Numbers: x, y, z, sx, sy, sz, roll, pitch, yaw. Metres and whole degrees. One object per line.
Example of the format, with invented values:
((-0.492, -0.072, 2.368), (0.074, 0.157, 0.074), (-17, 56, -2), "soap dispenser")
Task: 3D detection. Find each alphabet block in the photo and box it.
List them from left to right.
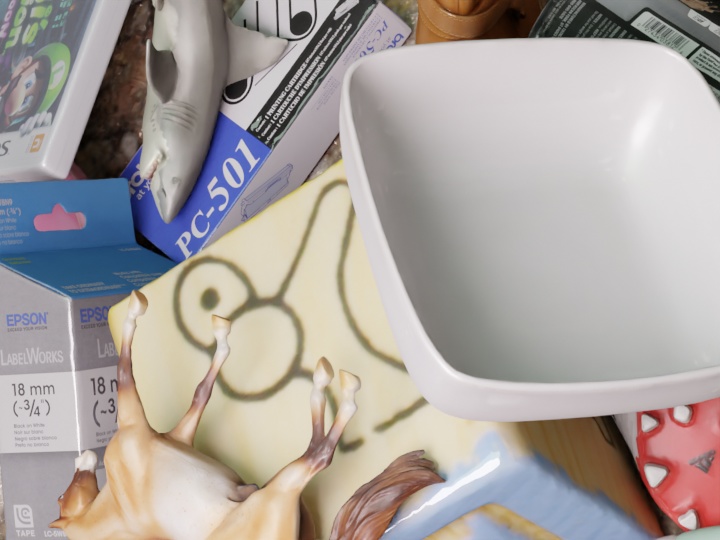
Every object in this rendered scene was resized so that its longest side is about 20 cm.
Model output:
((0.014, 0.085, 1.186), (0.195, 0.196, 0.201), (-30, 58, 16), "alphabet block")

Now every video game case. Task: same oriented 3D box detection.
((-0.204, -0.144, 1.404), (0.181, 0.023, 0.201), (-3, 64, 50), "video game case")

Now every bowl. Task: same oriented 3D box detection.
((0.091, -0.011, 1.068), (0.199, 0.075, 0.201), (-5, 54, -19), "bowl")

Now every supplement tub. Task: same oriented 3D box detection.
((0.186, -0.074, 1.191), (0.200, 0.122, 0.123), (40, 93, 35), "supplement tub")

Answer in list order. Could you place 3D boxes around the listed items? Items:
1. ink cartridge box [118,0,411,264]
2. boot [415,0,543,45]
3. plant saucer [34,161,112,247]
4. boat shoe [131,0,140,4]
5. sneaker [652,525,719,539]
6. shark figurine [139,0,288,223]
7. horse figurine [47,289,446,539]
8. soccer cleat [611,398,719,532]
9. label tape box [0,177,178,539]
((-0.064, -0.095, 1.400), (0.094, 0.044, 0.200), (37, 92, 38), "ink cartridge box")
((0.066, -0.170, 1.264), (0.073, 0.155, 0.201), (-4, 46, 4), "boot")
((-0.215, 0.019, 1.418), (0.200, 0.051, 0.202), (-8, 78, 40), "plant saucer")
((-0.122, -0.228, 1.472), (0.199, 0.072, 0.073), (-25, 60, 21), "boat shoe")
((0.211, 0.211, 1.090), (0.118, 0.074, 0.201), (-17, 65, 19), "sneaker")
((-0.085, -0.149, 1.346), (0.089, 0.215, 0.128), (4, 35, -6), "shark figurine")
((-0.062, 0.095, 1.073), (0.199, 0.050, 0.133), (19, 93, 29), "horse figurine")
((0.156, 0.055, 1.194), (0.068, 0.085, 0.200), (-34, 81, 10), "soccer cleat")
((-0.142, 0.046, 1.288), (0.063, 0.144, 0.201), (-5, 91, 31), "label tape box")
